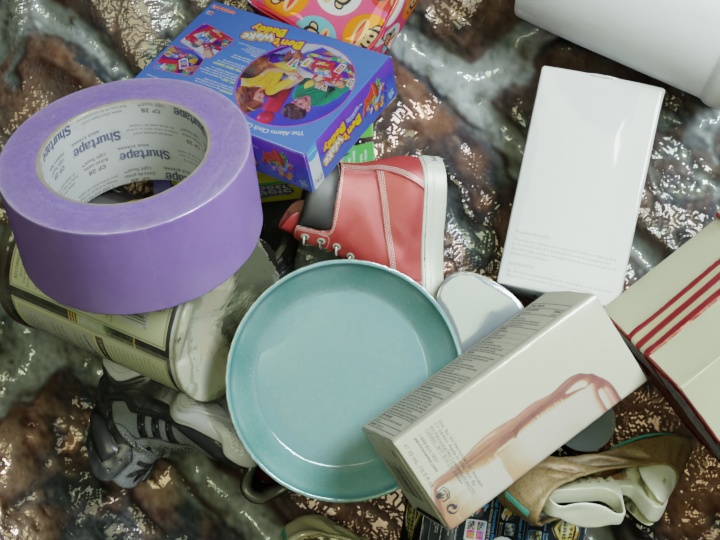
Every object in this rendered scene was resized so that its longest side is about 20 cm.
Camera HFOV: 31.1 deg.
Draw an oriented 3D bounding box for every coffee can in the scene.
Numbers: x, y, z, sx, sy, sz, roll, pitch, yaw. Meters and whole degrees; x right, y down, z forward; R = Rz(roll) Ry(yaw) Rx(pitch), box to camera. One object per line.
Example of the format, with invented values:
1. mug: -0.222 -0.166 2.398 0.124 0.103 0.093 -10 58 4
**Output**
1. coffee can: -0.192 0.012 1.123 0.199 0.146 0.147 20 87 25

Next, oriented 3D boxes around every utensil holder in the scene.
1. utensil holder: 0.255 -0.256 1.116 0.199 0.170 0.170 25 88 9

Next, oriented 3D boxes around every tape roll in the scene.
1. tape roll: -0.181 -0.063 1.032 0.199 0.085 0.200 -2 42 2

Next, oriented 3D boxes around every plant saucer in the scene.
1. plant saucer: -0.014 0.091 1.082 0.199 0.036 0.201 0 88 -8

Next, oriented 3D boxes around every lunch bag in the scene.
1. lunch bag: -0.019 -0.302 1.193 0.176 0.082 0.200 32 89 9

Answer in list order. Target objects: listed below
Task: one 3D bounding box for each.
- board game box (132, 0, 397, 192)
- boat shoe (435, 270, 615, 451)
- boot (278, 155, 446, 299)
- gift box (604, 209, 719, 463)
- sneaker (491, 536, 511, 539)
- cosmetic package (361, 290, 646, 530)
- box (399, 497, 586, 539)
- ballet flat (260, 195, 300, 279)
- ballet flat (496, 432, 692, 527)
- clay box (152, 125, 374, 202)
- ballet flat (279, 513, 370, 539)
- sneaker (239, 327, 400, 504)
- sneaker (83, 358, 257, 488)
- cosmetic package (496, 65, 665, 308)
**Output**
1. board game box: -0.088 -0.158 1.137 0.199 0.045 0.135 23 57 27
2. boat shoe: 0.142 0.075 1.133 0.199 0.068 0.074 39 94 -6
3. boot: 0.000 0.000 1.140 0.144 0.072 0.201 -3 101 -9
4. gift box: 0.328 0.050 1.038 0.187 0.185 0.200 -38 119 2
5. sneaker: 0.123 0.318 1.053 0.087 0.074 0.201 -12 93 -16
6. cosmetic package: 0.113 0.107 1.033 0.200 0.103 0.087 -35 97 -11
7. box: 0.105 0.281 1.108 0.158 0.046 0.201 11 85 -20
8. ballet flat: -0.092 0.014 1.195 0.066 0.057 0.201 8 79 25
9. ballet flat: 0.210 0.183 1.087 0.199 0.072 0.068 -1 122 -26
10. clay box: -0.089 -0.122 1.188 0.199 0.048 0.115 -7 68 7
11. ballet flat: 0.018 0.274 1.140 0.199 0.069 0.070 20 87 8
12. sneaker: -0.034 0.135 1.129 0.077 0.082 0.200 38 107 -3
13. sneaker: -0.172 0.152 1.153 0.200 0.075 0.114 29 97 35
14. cosmetic package: 0.193 -0.070 1.149 0.112 0.081 0.201 14 85 7
